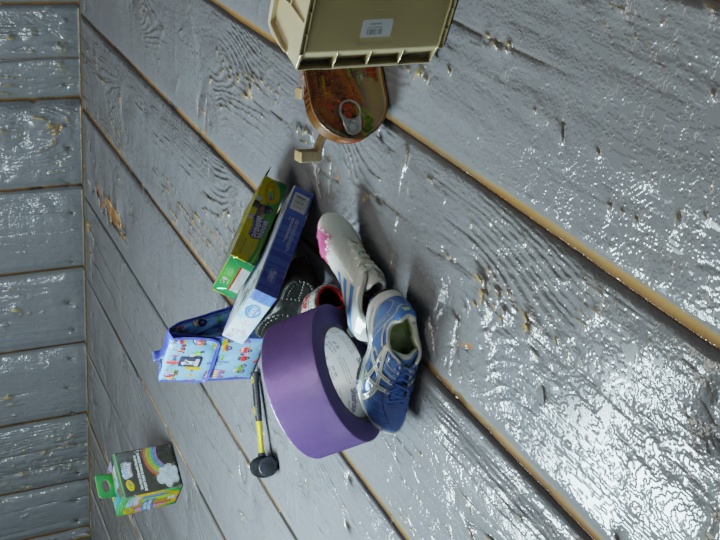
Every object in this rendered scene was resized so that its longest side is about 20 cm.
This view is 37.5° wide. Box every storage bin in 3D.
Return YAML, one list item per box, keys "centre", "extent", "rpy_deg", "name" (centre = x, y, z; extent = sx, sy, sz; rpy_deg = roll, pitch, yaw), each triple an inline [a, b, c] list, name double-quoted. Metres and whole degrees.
- centre: [0.012, -0.341, 1.226]
  extent: [0.094, 0.198, 0.200]
  rpy_deg: [58, 145, 38]
  name: "storage bin"

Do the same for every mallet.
- centre: [-0.188, 0.292, 2.004]
  extent: [0.066, 0.041, 0.202]
  rpy_deg: [174, 93, -66]
  name: "mallet"

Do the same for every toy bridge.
- centre: [-0.062, -0.261, 1.554]
  extent: [0.027, 0.067, 0.202]
  rpy_deg: [27, 119, 60]
  name: "toy bridge"

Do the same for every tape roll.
- centre: [-0.051, 0.154, 1.481]
  extent: [0.084, 0.200, 0.202]
  rpy_deg: [-21, 72, 19]
  name: "tape roll"

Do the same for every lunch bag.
- centre: [-0.294, 0.142, 1.992]
  extent: [0.151, 0.198, 0.095]
  rpy_deg: [116, 139, -50]
  name: "lunch bag"

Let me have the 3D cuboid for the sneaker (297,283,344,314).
- centre: [-0.046, 0.122, 1.619]
  extent: [0.108, 0.067, 0.203]
  rpy_deg: [135, 127, -62]
  name: "sneaker"

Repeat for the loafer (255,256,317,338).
- centre: [-0.119, 0.049, 1.770]
  extent: [0.200, 0.072, 0.072]
  rpy_deg: [128, 150, -46]
  name: "loafer"

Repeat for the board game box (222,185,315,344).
- centre: [-0.149, -0.006, 1.718]
  extent: [0.199, 0.043, 0.201]
  rpy_deg: [-47, 21, 58]
  name: "board game box"

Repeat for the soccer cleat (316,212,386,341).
- centre: [0.000, 0.000, 1.504]
  extent: [0.086, 0.069, 0.202]
  rpy_deg: [-36, 69, 51]
  name: "soccer cleat"

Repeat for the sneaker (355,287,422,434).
- centre: [0.041, 0.129, 1.427]
  extent: [0.077, 0.075, 0.202]
  rpy_deg: [-147, 53, -63]
  name: "sneaker"

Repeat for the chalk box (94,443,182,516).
- centre: [-0.566, 0.530, 2.666]
  extent: [0.126, 0.198, 0.124]
  rpy_deg: [69, 151, 27]
  name: "chalk box"

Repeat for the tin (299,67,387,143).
- centre: [-0.027, -0.270, 1.431]
  extent: [0.042, 0.111, 0.202]
  rpy_deg: [146, 116, -72]
  name: "tin"

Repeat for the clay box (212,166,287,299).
- centre: [-0.177, -0.065, 1.736]
  extent: [0.115, 0.047, 0.201]
  rpy_deg: [-52, 15, 53]
  name: "clay box"
